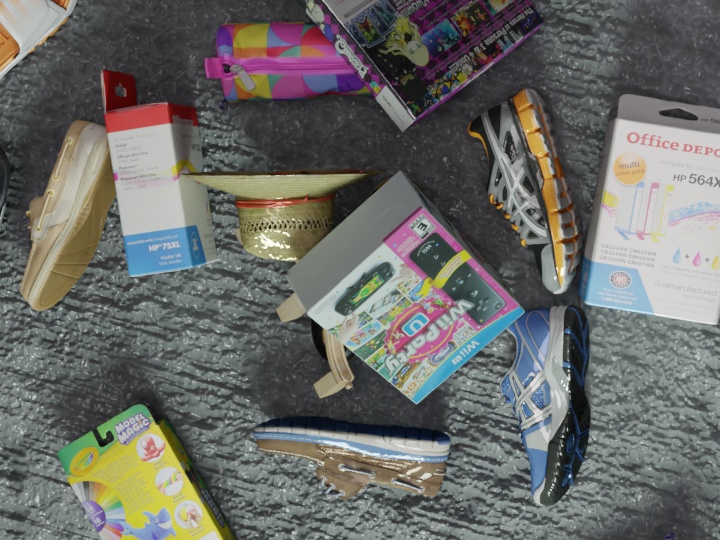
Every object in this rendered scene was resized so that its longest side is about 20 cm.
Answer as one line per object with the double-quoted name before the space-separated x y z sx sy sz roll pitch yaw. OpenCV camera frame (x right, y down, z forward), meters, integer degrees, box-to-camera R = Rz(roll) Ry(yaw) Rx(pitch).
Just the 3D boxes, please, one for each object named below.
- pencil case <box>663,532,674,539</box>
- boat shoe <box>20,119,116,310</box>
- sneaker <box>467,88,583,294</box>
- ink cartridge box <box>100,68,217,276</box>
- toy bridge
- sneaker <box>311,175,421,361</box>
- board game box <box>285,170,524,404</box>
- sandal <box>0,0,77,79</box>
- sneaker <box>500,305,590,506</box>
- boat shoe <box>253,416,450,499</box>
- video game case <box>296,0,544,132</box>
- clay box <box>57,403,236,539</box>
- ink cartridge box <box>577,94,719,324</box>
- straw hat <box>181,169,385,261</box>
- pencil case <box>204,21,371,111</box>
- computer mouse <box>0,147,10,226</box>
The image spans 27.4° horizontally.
"pencil case" 0.247 0.347 1.459 0.199 0.085 0.084 -35 88 8
"boat shoe" -0.302 -0.059 1.506 0.069 0.074 0.201 28 96 17
"sneaker" 0.164 -0.073 1.453 0.077 0.078 0.202 -15 89 20
"ink cartridge box" -0.198 -0.101 1.463 0.067 0.116 0.202 -8 93 7
"toy bridge" -0.056 0.028 1.465 0.067 0.027 0.201 -41 72 42
"sneaker" 0.000 0.000 1.461 0.070 0.090 0.201 25 96 4
"board game box" 0.046 0.021 1.411 0.147 0.200 0.064 -41 46 7
"sandal" -0.365 -0.246 1.501 0.079 0.059 0.207 42 97 2
"sneaker" 0.182 0.132 1.468 0.077 0.076 0.202 4 94 28
"boat shoe" -0.012 0.191 1.484 0.198 0.072 0.073 6 96 6
"video game case" 0.055 -0.255 1.411 0.200 0.036 0.182 -39 89 -31
"clay box" -0.215 0.245 1.522 0.114 0.048 0.201 -29 89 7
"ink cartridge box" 0.287 -0.062 1.408 0.128 0.125 0.202 9 95 6
"straw hat" -0.071 -0.053 1.414 0.199 0.201 0.086 0 96 6
"pencil case" -0.048 -0.206 1.457 0.198 0.088 0.089 -3 93 6
"computer mouse" -0.437 -0.055 1.531 0.139 0.046 0.201 17 107 1
